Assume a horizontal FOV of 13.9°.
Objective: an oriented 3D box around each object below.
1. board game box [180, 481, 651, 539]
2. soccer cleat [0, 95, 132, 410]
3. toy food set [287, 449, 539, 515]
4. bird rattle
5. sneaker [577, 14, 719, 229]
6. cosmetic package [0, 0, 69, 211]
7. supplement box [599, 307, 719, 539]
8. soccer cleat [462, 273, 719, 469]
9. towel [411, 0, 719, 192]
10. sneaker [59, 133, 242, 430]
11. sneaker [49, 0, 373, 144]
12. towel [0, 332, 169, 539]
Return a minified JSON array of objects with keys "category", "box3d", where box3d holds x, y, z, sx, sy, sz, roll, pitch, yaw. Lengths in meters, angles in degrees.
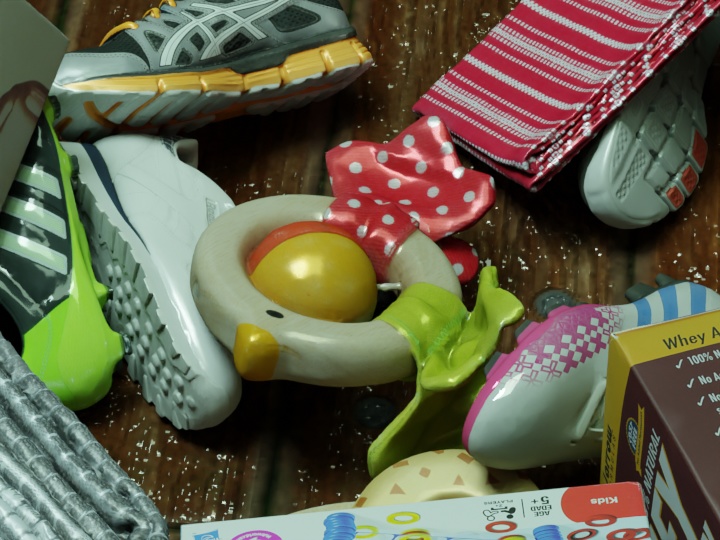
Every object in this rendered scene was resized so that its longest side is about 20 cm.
[{"category":"board game box","box3d":[0.027,0.171,1.165,0.199,0.056,0.196,-6,31,1]},{"category":"soccer cleat","box3d":[-0.174,-0.024,1.431,0.081,0.068,0.201,-13,72,-18]},{"category":"toy food set","box3d":[0.011,0.168,1.279,0.199,0.049,0.198,-12,44,-13]},{"category":"bird rattle","box3d":[0.000,0.000,1.396,0.162,0.113,0.200,2,44,-20]},{"category":"sneaker","box3d":[0.135,-0.090,1.558,0.082,0.077,0.200,-12,35,29]},{"category":"cosmetic package","box3d":[-0.229,-0.044,1.381,0.103,0.087,0.201,16,78,28]},{"category":"supplement box","box3d":[0.230,0.117,1.270,0.196,0.133,0.200,-13,44,-13]},{"category":"soccer cleat","box3d":[0.128,0.053,1.355,0.086,0.070,0.200,34,32,25]},{"category":"towel","box3d":[0.125,-0.134,1.529,0.200,0.022,0.145,-45,29,-4]},{"category":"sneaker","box3d":[-0.088,-0.003,1.452,0.080,0.077,0.200,-7,44,-21]},{"category":"sneaker","box3d":[-0.090,-0.116,1.538,0.199,0.078,0.078,-13,80,-37]},{"category":"towel","box3d":[-0.154,0.123,1.240,0.085,0.166,0.200,-27,53,-28]}]
